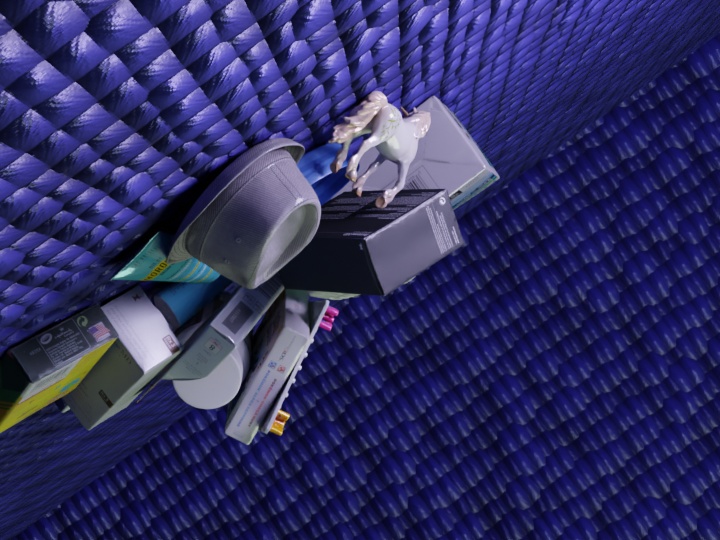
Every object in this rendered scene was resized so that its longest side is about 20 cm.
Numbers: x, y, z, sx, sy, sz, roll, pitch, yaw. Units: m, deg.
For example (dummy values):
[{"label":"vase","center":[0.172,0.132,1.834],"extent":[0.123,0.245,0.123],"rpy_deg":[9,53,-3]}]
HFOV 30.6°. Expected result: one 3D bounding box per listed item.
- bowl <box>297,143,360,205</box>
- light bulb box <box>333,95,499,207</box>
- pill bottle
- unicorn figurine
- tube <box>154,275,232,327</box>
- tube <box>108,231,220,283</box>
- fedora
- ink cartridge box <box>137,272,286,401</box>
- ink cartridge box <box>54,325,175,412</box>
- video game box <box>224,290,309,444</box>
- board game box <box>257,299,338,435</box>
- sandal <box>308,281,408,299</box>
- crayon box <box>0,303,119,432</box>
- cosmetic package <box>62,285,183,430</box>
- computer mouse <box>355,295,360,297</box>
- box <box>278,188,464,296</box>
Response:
[{"label":"bowl","center":[-0.092,-0.085,1.597],"extent":[0.200,0.039,0.201],"rpy_deg":[-36,175,-4]},{"label":"light bulb box","center":[0.073,-0.126,1.823],"extent":[0.198,0.125,0.200],"rpy_deg":[-36,173,10]},{"label":"pill bottle","center":[-0.211,0.112,1.861],"extent":[0.114,0.114,0.200],"rpy_deg":[-36,-164,10]},{"label":"unicorn figurine","center":[0.031,-0.149,1.538],"extent":[0.138,0.074,0.200],"rpy_deg":[-58,167,-6]},{"label":"tube","center":[-0.176,-0.004,1.704],"extent":[0.200,0.051,0.077],"rpy_deg":[-39,-165,-23]},{"label":"tube","center":[-0.212,-0.014,1.476],"extent":[0.077,0.050,0.200],"rpy_deg":[-47,167,10]},{"label":"fedora","center":[-0.109,-0.046,1.389],"extent":[0.177,0.090,0.200],"rpy_deg":[-30,163,-49]},{"label":"ink cartridge box","center":[-0.184,0.087,1.661],"extent":[0.200,0.057,0.163],"rpy_deg":[-49,-176,40]},{"label":"ink cartridge box","center":[-0.323,0.110,1.864],"extent":[0.200,0.041,0.200],"rpy_deg":[-32,173,-40]},{"label":"video game box","center":[-0.133,0.127,1.883],"extent":[0.183,0.047,0.200],"rpy_deg":[-58,-168,14]},{"label":"board game box","center":[-0.101,0.140,1.889],"extent":[0.201,0.026,0.200],"rpy_deg":[-65,-169,-9]},{"label":"sandal","center":[-0.006,-0.001,1.709],"extent":[0.082,0.050,0.202],"rpy_deg":[9,164,-37]},{"label":"crayon box","center":[-0.378,0.122,1.556],"extent":[0.127,0.051,0.200],"rpy_deg":[-31,173,-39]},{"label":"cosmetic package","center":[-0.309,0.112,1.639],"extent":[0.074,0.102,0.200],"rpy_deg":[-33,173,-40]},{"label":"computer mouse","center":[-0.093,0.020,1.888],"extent":[0.059,0.199,0.034],"rpy_deg":[-19,119,-66]},{"label":"box","center":[0.003,-0.036,1.588],"extent":[0.141,0.079,0.199],"rpy_deg":[-29,-161,-34]}]
